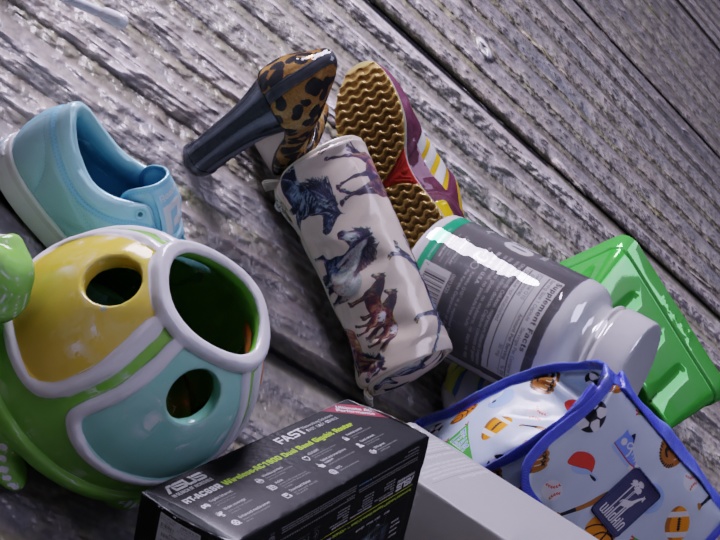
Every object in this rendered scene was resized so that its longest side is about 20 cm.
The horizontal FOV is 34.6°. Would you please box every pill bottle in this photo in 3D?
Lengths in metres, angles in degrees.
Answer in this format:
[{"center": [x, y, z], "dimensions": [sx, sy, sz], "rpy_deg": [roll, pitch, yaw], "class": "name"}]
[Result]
[{"center": [0.135, 0.043, 0.946], "dimensions": [0.199, 0.114, 0.113], "rpy_deg": [28, 20, 26], "class": "pill bottle"}]

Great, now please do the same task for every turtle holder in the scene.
[{"center": [-0.134, 0.033, 0.618], "dimensions": [0.186, 0.131, 0.142], "rpy_deg": [47, 33, -20], "class": "turtle holder"}]

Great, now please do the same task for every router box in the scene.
[{"center": [-0.046, 0.170, 0.631], "dimensions": [0.199, 0.062, 0.152], "rpy_deg": [-14, 120, -58], "class": "router box"}]

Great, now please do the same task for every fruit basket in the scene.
[{"center": [0.286, 0.062, 1.231], "dimensions": [0.214, 0.155, 0.218], "rpy_deg": [16, 63, -33], "class": "fruit basket"}]

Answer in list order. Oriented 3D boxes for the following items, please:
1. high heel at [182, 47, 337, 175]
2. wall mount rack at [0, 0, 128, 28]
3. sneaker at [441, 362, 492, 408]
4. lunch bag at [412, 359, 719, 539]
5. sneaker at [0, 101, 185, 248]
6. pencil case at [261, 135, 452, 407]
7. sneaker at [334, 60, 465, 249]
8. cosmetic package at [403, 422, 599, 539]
[{"center": [-0.036, -0.135, 0.908], "dimensions": [0.072, 0.142, 0.200], "rpy_deg": [58, 31, -1], "class": "high heel"}, {"center": [-0.245, -0.212, 0.733], "dimensions": [0.199, 0.074, 0.175], "rpy_deg": [-22, 83, -59], "class": "wall mount rack"}, {"center": [0.145, 0.084, 1.024], "dimensions": [0.076, 0.105, 0.200], "rpy_deg": [56, 30, -4], "class": "sneaker"}, {"center": [0.150, 0.168, 0.868], "dimensions": [0.170, 0.199, 0.124], "rpy_deg": [47, 32, -20], "class": "lunch bag"}, {"center": [-0.136, -0.019, 0.721], "dimensions": [0.200, 0.082, 0.074], "rpy_deg": [47, 34, -21], "class": "sneaker"}, {"center": [0.000, 0.000, 0.912], "dimensions": [0.078, 0.089, 0.202], "rpy_deg": [39, 26, -79], "class": "pencil case"}, {"center": [0.041, -0.095, 1.069], "dimensions": [0.090, 0.074, 0.202], "rpy_deg": [-9, 78, -66], "class": "sneaker"}, {"center": [0.071, 0.191, 0.728], "dimensions": [0.199, 0.108, 0.090], "rpy_deg": [30, 17, 29], "class": "cosmetic package"}]
